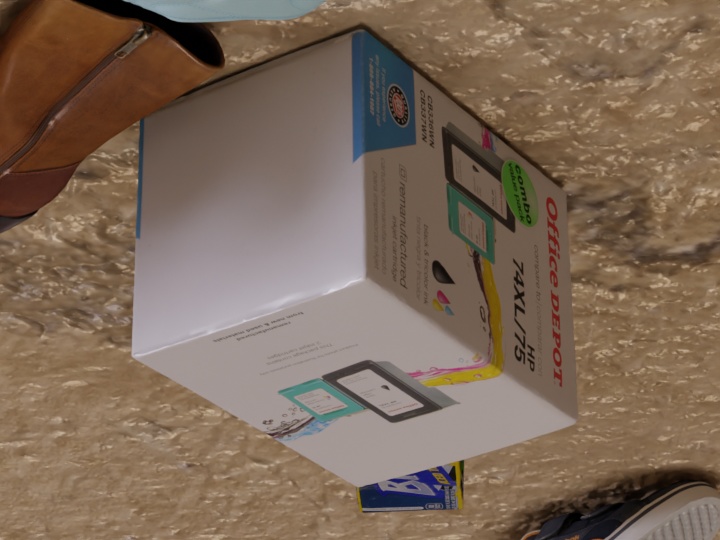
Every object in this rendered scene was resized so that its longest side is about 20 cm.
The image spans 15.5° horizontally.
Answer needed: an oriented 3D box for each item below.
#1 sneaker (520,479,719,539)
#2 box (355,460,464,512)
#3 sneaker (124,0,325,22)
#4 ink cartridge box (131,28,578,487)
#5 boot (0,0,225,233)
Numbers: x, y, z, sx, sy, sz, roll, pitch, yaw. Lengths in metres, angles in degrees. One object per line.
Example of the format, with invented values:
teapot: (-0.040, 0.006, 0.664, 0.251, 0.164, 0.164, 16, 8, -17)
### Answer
sneaker: (0.160, 0.196, 1.821, 0.200, 0.079, 0.078, -45, 140, 20)
box: (0.026, 0.079, 1.608, 0.070, 0.064, 0.200, -2, 151, 3)
sneaker: (-0.102, -0.143, 1.190, 0.200, 0.074, 0.082, 9, 147, -15)
ink cartridge box: (0.000, 0.000, 1.376, 0.146, 0.147, 0.200, -19, 147, 30)
boot: (-0.196, -0.085, 1.305, 0.188, 0.069, 0.200, 21, 144, -33)
